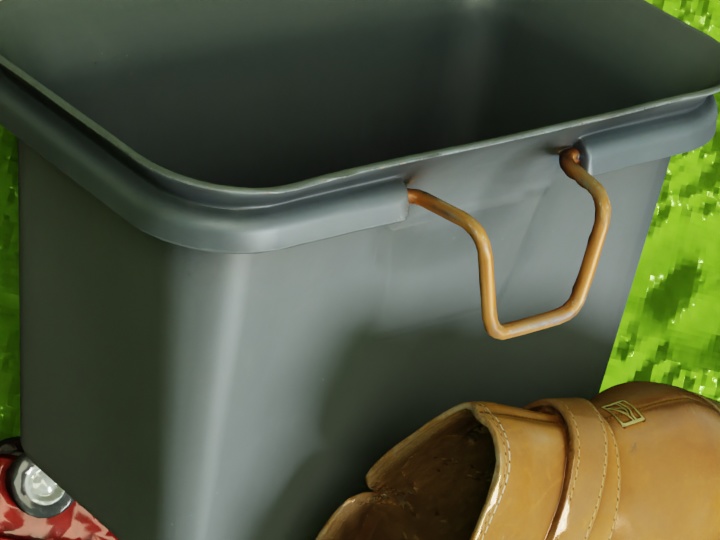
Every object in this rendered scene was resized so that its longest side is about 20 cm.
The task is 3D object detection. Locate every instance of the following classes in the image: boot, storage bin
[{"bbox_3d":[0.032,0.112,0.793,0.155,0.074,0.200,6,117,-50],"label":"boot"},{"bbox_3d":[0.000,0.000,0.775,0.200,0.145,0.135,-15,125,-36],"label":"storage bin"}]

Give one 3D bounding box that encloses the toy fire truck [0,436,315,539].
[{"bbox_3d":[-0.091,0.123,0.821,0.200,0.049,0.141,11,88,-18],"label":"toy fire truck"}]
